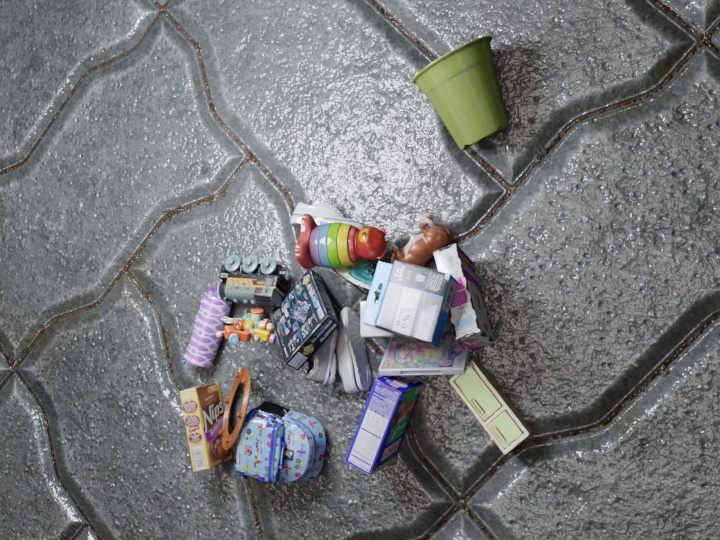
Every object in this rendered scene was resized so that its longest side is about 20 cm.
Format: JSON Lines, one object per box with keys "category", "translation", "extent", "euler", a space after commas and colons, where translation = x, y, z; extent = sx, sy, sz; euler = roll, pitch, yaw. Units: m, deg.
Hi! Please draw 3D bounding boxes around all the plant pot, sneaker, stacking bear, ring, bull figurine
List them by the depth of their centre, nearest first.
{"category": "plant pot", "translation": [0.240, -0.381, 1.524], "extent": [0.196, 0.200, 0.194], "euler": [-25, 94, 17]}
{"category": "stacking bear", "translation": [-0.036, -0.061, 1.585], "extent": [0.194, 0.114, 0.124], "euler": [-1, 60, 19]}
{"category": "bull figurine", "translation": [0.118, -0.044, 1.602], "extent": [0.200, 0.065, 0.121], "euler": [-44, 98, 8]}
{"category": "sneaker", "translation": [0.000, 0.000, 1.628], "extent": [0.199, 0.077, 0.080], "euler": [36, 90, 37]}
{"category": "sneaker", "translation": [-0.101, 0.171, 1.650], "extent": [0.080, 0.075, 0.206], "euler": [5, 70, -22]}
{"category": "sneaker", "translation": [-0.032, 0.193, 1.657], "extent": [0.079, 0.076, 0.206], "euler": [-13, 81, 34]}
{"category": "sneaker", "translation": [-0.077, -0.131, 1.679], "extent": [0.194, 0.073, 0.073], "euler": [11, 75, 12]}
{"category": "ring", "translation": [-0.315, 0.340, 1.704], "extent": [0.019, 0.200, 0.205], "euler": [18, 97, -21]}

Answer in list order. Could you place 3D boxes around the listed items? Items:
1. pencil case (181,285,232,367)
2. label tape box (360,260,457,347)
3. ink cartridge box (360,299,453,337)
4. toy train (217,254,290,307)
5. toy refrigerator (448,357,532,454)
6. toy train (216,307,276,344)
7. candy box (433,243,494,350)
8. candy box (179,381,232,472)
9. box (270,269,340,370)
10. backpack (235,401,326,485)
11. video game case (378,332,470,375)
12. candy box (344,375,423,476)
{"category": "pencil case", "translation": [-0.397, 0.153, 1.786], "extent": [0.085, 0.082, 0.205], "euler": [29, 99, 55]}
{"category": "label tape box", "translation": [0.091, 0.062, 1.456], "extent": [0.195, 0.063, 0.148], "euler": [14, 82, 27]}
{"category": "ink cartridge box", "translation": [0.110, 0.105, 1.564], "extent": [0.194, 0.146, 0.087], "euler": [-4, 86, 19]}
{"category": "toy train", "translation": [-0.272, 0.028, 1.725], "extent": [0.194, 0.085, 0.117], "euler": [3, 67, 20]}
{"category": "toy refrigerator", "translation": [0.290, 0.301, 1.535], "extent": [0.076, 0.070, 0.202], "euler": [-40, 77, 14]}
{"category": "toy train", "translation": [-0.280, 0.129, 1.676], "extent": [0.146, 0.200, 0.057], "euler": [11, 99, -17]}
{"category": "candy box", "translation": [0.227, 0.061, 1.505], "extent": [0.060, 0.136, 0.205], "euler": [-21, 66, 18]}
{"category": "candy box", "translation": [-0.394, 0.397, 1.756], "extent": [0.055, 0.116, 0.206], "euler": [-15, 84, 18]}
{"category": "box", "translation": [-0.137, 0.114, 1.647], "extent": [0.159, 0.046, 0.201], "euler": [-47, 35, 14]}
{"category": "backpack", "translation": [-0.189, 0.433, 1.674], "extent": [0.194, 0.134, 0.188], "euler": [12, 94, 17]}
{"category": "video game case", "translation": [0.150, 0.188, 1.556], "extent": [0.194, 0.144, 0.018], "euler": [-4, 117, 19]}
{"category": "candy box", "translation": [0.057, 0.346, 1.566], "extent": [0.076, 0.168, 0.205], "euler": [24, 97, 21]}
